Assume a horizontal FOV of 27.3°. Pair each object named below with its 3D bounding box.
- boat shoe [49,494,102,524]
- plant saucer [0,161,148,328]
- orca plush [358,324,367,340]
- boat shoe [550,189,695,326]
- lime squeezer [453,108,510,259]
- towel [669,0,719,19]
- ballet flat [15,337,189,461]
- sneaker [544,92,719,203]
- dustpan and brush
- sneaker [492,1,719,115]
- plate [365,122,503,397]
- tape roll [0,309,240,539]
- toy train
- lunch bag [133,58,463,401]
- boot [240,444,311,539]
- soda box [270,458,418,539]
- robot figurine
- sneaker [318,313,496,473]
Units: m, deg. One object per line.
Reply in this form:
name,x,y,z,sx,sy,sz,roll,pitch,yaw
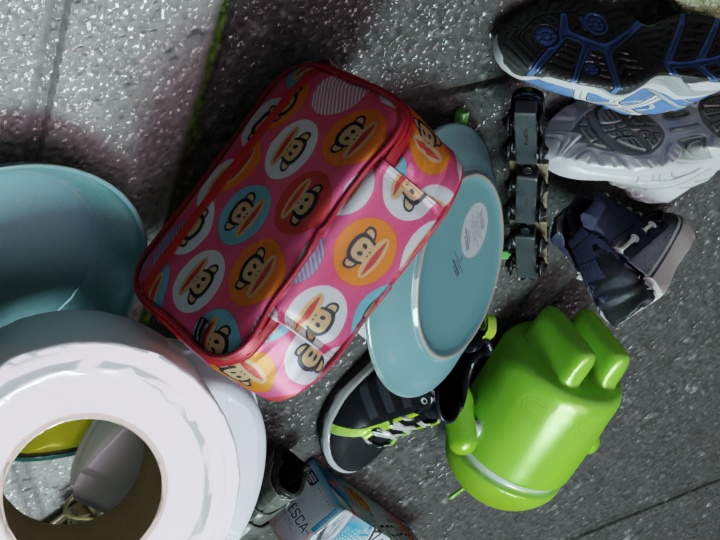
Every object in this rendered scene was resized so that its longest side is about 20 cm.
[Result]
boat shoe,-0.220,0.222,1.133,0.200,0.073,0.063,-41,145,5
plant saucer,-0.233,0.005,0.931,0.200,0.036,0.200,-21,140,-19
orca plush,0.000,0.000,1.074,0.200,0.105,0.071,40,90,-30
boat shoe,0.212,-0.032,1.201,0.075,0.093,0.200,-36,-176,23
lime squeezer,0.087,-0.038,1.138,0.071,0.038,0.200,-36,141,-3
towel,0.271,-0.252,1.066,0.148,0.036,0.200,-41,142,6
ballet flat,-0.166,0.084,1.053,0.200,0.067,0.067,-7,112,-37
sneaker,0.220,-0.085,1.168,0.200,0.078,0.099,-4,148,-25
dustpan and brush,-0.104,0.087,1.035,0.140,0.057,0.200,31,92,-29
sneaker,0.182,-0.143,1.074,0.200,0.076,0.077,4,155,-24
plate,0.063,-0.005,1.057,0.200,0.026,0.200,-30,126,-53
tape roll,-0.181,0.130,0.942,0.202,0.071,0.203,-5,107,-18
toy train,0.125,-0.062,1.110,0.034,0.046,0.200,4,142,10
lunch bag,-0.047,-0.032,0.932,0.082,0.176,0.200,39,87,-38
boot,-0.100,0.208,1.156,0.068,0.200,0.131,40,104,-7
soda box,-0.007,0.242,1.330,0.068,0.064,0.200,-41,143,5
robot figurine,0.149,0.126,1.291,0.175,0.116,0.200,3,127,-39
sneaker,0.038,0.103,1.207,0.072,0.083,0.200,10,122,-43
